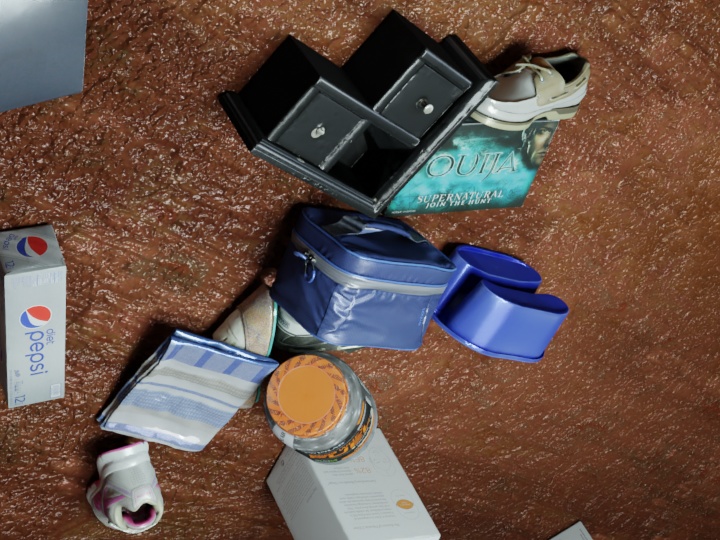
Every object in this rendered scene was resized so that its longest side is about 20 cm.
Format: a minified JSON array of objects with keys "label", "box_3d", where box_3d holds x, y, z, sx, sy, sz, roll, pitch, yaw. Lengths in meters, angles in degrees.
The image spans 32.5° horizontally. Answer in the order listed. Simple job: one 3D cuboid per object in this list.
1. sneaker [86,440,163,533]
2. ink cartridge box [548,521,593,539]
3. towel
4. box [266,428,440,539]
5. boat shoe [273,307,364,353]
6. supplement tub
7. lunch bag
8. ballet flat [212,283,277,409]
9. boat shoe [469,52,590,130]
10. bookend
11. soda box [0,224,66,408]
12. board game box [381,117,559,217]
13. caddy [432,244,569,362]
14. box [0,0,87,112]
[{"label":"sneaker","box_3d":[-0.294,0.293,1.554,0.081,0.088,0.200,-16,154,-19]},{"label":"ink cartridge box","box_3d":[0.358,0.576,2.310,0.200,0.084,0.146,-32,141,-1]},{"label":"towel","box_3d":[-0.207,0.149,1.473,0.147,0.024,0.200,20,132,-29]},{"label":"box","box_3d":[-0.013,0.326,1.702,0.152,0.200,0.106,4,129,-36]},{"label":"boat shoe","box_3d":[-0.013,0.065,1.536,0.199,0.071,0.064,-2,132,-22]},{"label":"supplement tub","box_3d":[-0.050,0.171,1.531,0.122,0.123,0.200,-32,163,0]},{"label":"lunch bag","box_3d":[0.000,0.000,1.410,0.200,0.136,0.133,7,114,-44]},{"label":"ballet flat","box_3d":[-0.145,0.098,1.482,0.067,0.068,0.200,-4,132,-20]},{"label":"boat shoe","box_3d":[0.184,-0.204,1.361,0.200,0.075,0.069,-20,141,-49]},{"label":"bookend","box_3d":[0.001,-0.181,1.258,0.200,0.092,0.199,-46,139,16]},{"label":"soda box","box_3d":[-0.346,0.050,1.290,0.063,0.068,0.200,-10,136,-24]},{"label":"board game box","box_3d":[0.127,-0.127,1.451,0.200,0.028,0.135,-7,136,-29]},{"label":"caddy","box_3d":[0.167,0.051,1.580,0.200,0.141,0.105,12,119,-41]},{"label":"box","box_3d":[-0.330,-0.207,0.893,0.196,0.200,0.118,-21,146,-31]}]
